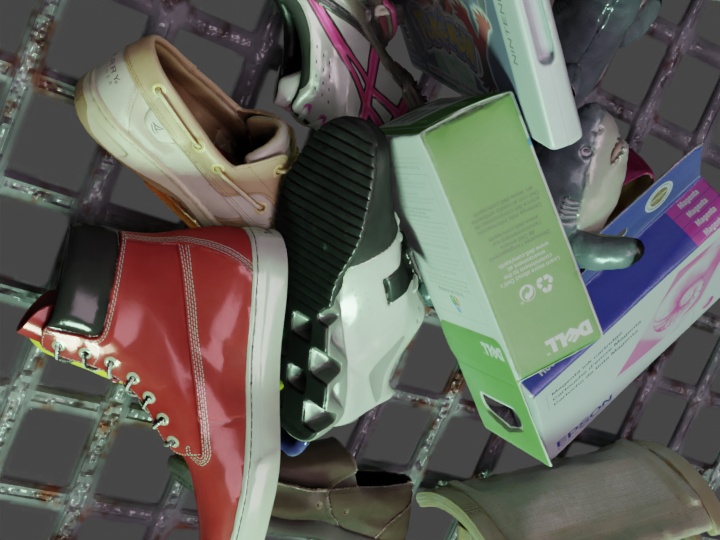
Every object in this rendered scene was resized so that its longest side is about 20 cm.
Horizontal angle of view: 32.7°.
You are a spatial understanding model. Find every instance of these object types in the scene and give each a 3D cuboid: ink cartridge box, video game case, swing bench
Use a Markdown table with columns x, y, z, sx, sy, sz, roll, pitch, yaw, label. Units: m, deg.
| x | y | z | sx | sy | sz | roll | pitch | yaw | label |
| --- | --- | --- | --- | --- | --- | --- | --- | --- | --- |
| 0.077 | 0.001 | 0.701 | 0.059 | 0.104 | 0.200 | -26 | 102 | -13 | ink cartridge box |
| 0.047 | -0.175 | 0.674 | 0.023 | 0.200 | 0.182 | -24 | 118 | -9 | video game case |
| 0.168 | 0.242 | 0.918 | 0.199 | 0.130 | 0.200 | -9 | 92 | -25 | swing bench |
| 0.185 | 0.031 | 0.876 | 0.196 | 0.043 | 0.200 | -42 | 154 | -8 | ink cartridge box |

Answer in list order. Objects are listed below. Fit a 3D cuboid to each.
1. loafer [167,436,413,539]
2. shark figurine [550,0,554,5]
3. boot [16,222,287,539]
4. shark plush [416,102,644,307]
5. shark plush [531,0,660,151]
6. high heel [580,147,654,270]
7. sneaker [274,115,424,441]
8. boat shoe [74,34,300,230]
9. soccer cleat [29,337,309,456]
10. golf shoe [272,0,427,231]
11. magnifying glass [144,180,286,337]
| x | y | z | sx | sy | sz | roll | pitch | yaw | label |
| --- | --- | --- | --- | --- | --- | --- | --- | --- | --- |
| -0.042 | 0.142 | 0.838 | 0.200 | 0.073 | 0.071 | 25 | 85 | -39 | loafer |
| 0.109 | -0.217 | 0.714 | 0.215 | 0.089 | 0.128 | 81 | 23 | -43 | shark figurine |
| -0.119 | 0.074 | 0.687 | 0.144 | 0.072 | 0.200 | 0 | 93 | -19 | boot |
| 0.084 | -0.030 | 0.785 | 0.200 | 0.091 | 0.083 | -25 | 131 | 26 | shark plush |
| 0.120 | -0.127 | 0.798 | 0.091 | 0.083 | 0.200 | 34 | 106 | -15 | shark plush |
| 0.131 | 0.002 | 0.853 | 0.067 | 0.096 | 0.200 | 11 | 103 | -32 | high heel |
| 0.000 | 0.000 | 0.724 | 0.088 | 0.074 | 0.200 | -13 | 126 | -37 | sneaker |
| -0.070 | -0.063 | 0.721 | 0.069 | 0.074 | 0.200 | -35 | 128 | 27 | boat shoe |
| -0.107 | 0.063 | 0.748 | 0.200 | 0.084 | 0.065 | 21 | 135 | -34 | soccer cleat |
| -0.010 | -0.108 | 0.752 | 0.092 | 0.073 | 0.200 | -25 | 115 | -12 | golf shoe |
| -0.058 | 0.003 | 0.775 | 0.022 | 0.080 | 0.200 | -29 | 119 | 33 | magnifying glass |
